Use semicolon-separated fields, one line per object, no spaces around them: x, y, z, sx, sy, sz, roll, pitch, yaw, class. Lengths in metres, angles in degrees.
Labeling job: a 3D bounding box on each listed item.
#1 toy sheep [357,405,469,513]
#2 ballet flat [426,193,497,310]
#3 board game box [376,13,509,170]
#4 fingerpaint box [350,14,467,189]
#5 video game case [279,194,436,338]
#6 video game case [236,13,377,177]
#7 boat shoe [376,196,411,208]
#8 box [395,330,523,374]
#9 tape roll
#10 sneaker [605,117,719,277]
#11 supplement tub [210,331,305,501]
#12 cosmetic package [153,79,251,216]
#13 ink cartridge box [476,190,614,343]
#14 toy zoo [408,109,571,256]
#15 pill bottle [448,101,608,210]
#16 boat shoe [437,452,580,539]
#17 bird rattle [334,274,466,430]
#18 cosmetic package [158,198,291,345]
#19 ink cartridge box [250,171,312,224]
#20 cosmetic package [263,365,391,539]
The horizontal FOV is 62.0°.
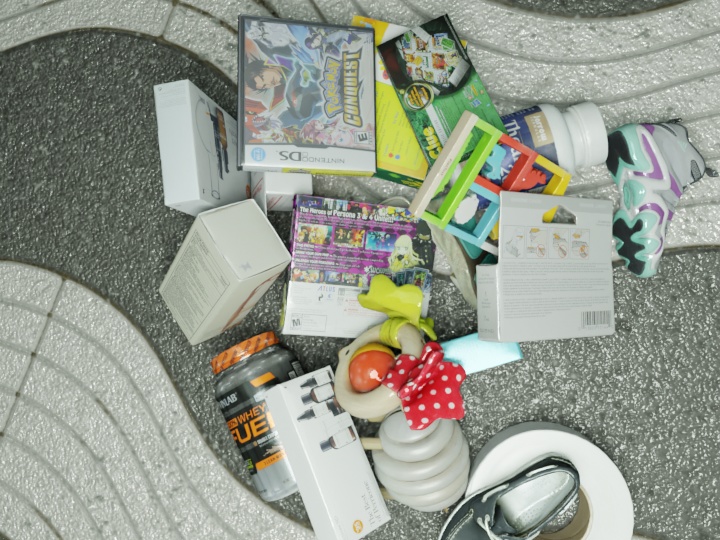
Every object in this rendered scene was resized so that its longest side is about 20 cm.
0.073;0.232;0.770;0.137;0.138;0.201;-16;120;7;toy sheep
0.141;-0.016;0.800;0.067;0.062;0.200;-43;119;-32;ballet flat
0.101;-0.228;0.767;0.104;0.023;0.201;-21;70;4;board game box
0.042;-0.233;0.845;0.166;0.073;0.201;16;87;9;fingerpaint box
0.000;0.000;0.798;0.199;0.036;0.182;5;96;-17;video game case
-0.068;-0.225;0.778;0.180;0.025;0.201;1;84;-13;video game case
-0.002;-0.023;0.847;0.067;0.057;0.200;38;88;-8;boat shoe
0.109;0.121;0.800;0.199;0.082;0.049;-18;82;7;box
0.237;0.300;0.771;0.202;0.071;0.203;-1;86;9;tape roll
0.402;-0.098;0.777;0.139;0.078;0.201;-14;104;-11;sneaker
-0.118;0.193;0.811;0.122;0.123;0.200;-29;81;6;supplement tub
-0.203;-0.146;0.813;0.051;0.200;0.151;-6;85;9;cosmetic package
0.235;-0.003;0.750;0.199;0.045;0.177;0;89;-29;ink cartridge box
0.169;-0.089;0.723;0.199;0.020;0.131;21;107;-29;toy zoo
0.212;-0.153;0.791;0.199;0.111;0.111;-16;83;7;pill bottle
0.173;0.291;0.716;0.200;0.060;0.076;-43;80;3;boat shoe
0.041;0.116;0.717;0.163;0.113;0.200;-35;40;20;bird rattle
-0.186;0.006;0.799;0.104;0.087;0.200;57;139;9;cosmetic package
-0.113;-0.152;0.836;0.068;0.116;0.201;-1;85;-18;ink cartridge box
-0.041;0.226;0.732;0.051;0.082;0.201;-36;74;50;cosmetic package
